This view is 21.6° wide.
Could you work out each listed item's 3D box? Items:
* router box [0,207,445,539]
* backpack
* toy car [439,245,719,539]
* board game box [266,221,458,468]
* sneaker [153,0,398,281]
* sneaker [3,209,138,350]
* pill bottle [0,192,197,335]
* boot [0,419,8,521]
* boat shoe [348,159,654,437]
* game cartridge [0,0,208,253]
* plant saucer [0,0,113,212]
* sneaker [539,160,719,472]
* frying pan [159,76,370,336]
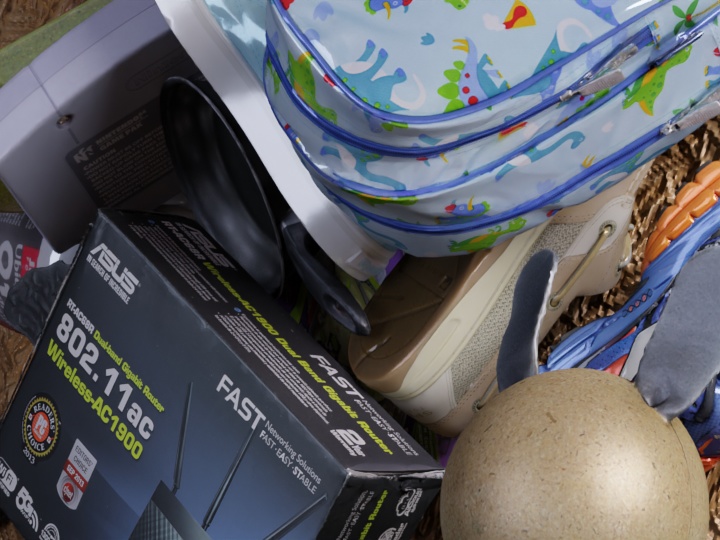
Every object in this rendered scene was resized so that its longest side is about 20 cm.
[{"bbox_3d":[-0.071,0.088,0.812,0.200,0.062,0.150,42,114,37],"label":"router box"},{"bbox_3d":[0.057,-0.098,0.717,0.200,0.154,0.163,-39,68,12],"label":"backpack"},{"bbox_3d":[0.084,0.092,0.645,0.164,0.157,0.201,-1,81,47],"label":"toy car"},{"bbox_3d":[0.000,0.000,0.883,0.120,0.032,0.201,-7,89,59],"label":"board game box"},{"bbox_3d":[-0.022,-0.096,0.821,0.082,0.074,0.200,-37,77,11],"label":"sneaker"},{"bbox_3d":[-0.096,0.050,0.922,0.200,0.060,0.104,47,122,25],"label":"sneaker"},{"bbox_3d":[-0.147,-0.004,1.077,0.200,0.110,0.111,13,87,57],"label":"pill bottle"},{"bbox_3d":[-0.276,0.115,1.261,0.200,0.070,0.132,-39,42,36],"label":"boot"},{"bbox_3d":[0.080,-0.019,0.797,0.200,0.065,0.072,-52,30,1],"label":"boat shoe"},{"bbox_3d":[-0.089,-0.093,0.935,0.199,0.133,0.041,-33,68,-6],"label":"game cartridge"},{"bbox_3d":[-0.140,-0.109,1.073,0.199,0.048,0.200,-27,24,10],"label":"plant saucer"},{"bbox_3d":[0.117,0.047,0.706,0.200,0.075,0.079,-59,39,24],"label":"sneaker"},{"bbox_3d":[-0.045,-0.037,0.854,0.190,0.031,0.115,11,125,65],"label":"frying pan"}]
